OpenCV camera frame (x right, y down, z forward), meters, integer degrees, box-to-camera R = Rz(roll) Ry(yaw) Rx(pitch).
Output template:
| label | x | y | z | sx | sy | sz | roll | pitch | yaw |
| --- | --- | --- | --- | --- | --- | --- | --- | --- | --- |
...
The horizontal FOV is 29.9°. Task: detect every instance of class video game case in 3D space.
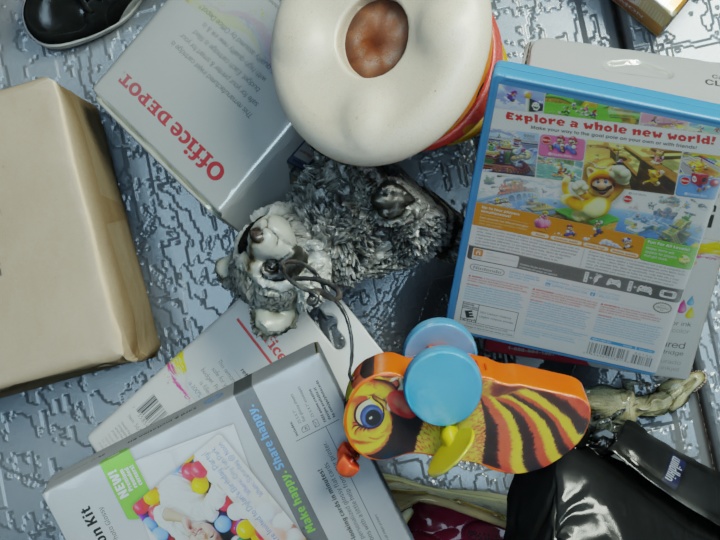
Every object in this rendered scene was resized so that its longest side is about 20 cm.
| label | x | y | z | sx | sy | sz | roll | pitch | yaw |
| --- | --- | --- | --- | --- | --- | --- | --- | --- | --- |
| video game case | 0.134 | -0.026 | 0.817 | 0.141 | 0.018 | 0.202 | 12 | 132 | 6 |

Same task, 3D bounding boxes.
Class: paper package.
| label | x | y | z | sx | sy | sz | roll | pitch | yaw |
| --- | --- | --- | --- | --- | --- | --- | --- | --- | --- |
| paper package | -0.259 | -0.011 | 0.950 | 0.188 | 0.103 | 0.203 | -15 | 87 | 4 |

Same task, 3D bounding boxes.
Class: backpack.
| label | x | y | z | sx | sy | sz | roll | pitch | yaw |
| --- | --- | --- | --- | --- | --- | --- | --- | --- | --- |
| backpack | 0.190 | 0.200 | 0.864 | 0.197 | 0.127 | 0.169 | 16 | 62 | -18 |

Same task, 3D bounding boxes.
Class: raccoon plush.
| label | x | y | z | sx | sy | sz | roll | pitch | yaw |
| --- | --- | --- | --- | --- | --- | --- | --- | --- | --- |
| raccoon plush | 0.000 | 0.000 | 0.891 | 0.134 | 0.097 | 0.199 | -49 | 130 | 9 |

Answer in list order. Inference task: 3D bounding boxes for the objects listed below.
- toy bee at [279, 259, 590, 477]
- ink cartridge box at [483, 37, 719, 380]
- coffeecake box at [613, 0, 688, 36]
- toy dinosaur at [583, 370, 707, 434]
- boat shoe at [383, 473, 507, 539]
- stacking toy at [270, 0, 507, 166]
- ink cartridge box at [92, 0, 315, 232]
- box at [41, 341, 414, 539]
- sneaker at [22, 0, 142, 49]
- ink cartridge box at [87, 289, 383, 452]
| label | x | y | z | sx | sy | sz | roll | pitch | yaw |
| --- | --- | --- | --- | --- | --- | --- | --- | --- | --- |
| toy bee | 0.033 | 0.081 | 0.824 | 0.198 | 0.131 | 0.110 | 29 | 108 | 15 |
| ink cartridge box | 0.161 | -0.035 | 0.871 | 0.145 | 0.202 | 0.086 | 8 | 44 | 7 |
| coffeecake box | 0.215 | -0.294 | 0.936 | 0.153 | 0.073 | 0.201 | 40 | 91 | 5 |
| toy dinosaur | 0.141 | 0.092 | 0.920 | 0.196 | 0.088 | 0.048 | 0 | 90 | 5 |
| boat shoe | 0.027 | 0.181 | 0.936 | 0.197 | 0.066 | 0.075 | -1 | 89 | 7 |
| stacking toy | 0.050 | -0.126 | 0.847 | 0.144 | 0.199 | 0.149 | -3 | 83 | 30 |
| ink cartridge box | -0.065 | -0.143 | 0.931 | 0.145 | 0.087 | 0.200 | 42 | 90 | 23 |
| box | -0.082 | 0.161 | 0.871 | 0.198 | 0.041 | 0.158 | -26 | 98 | 1 |
| sneaker | -0.168 | -0.236 | 0.946 | 0.199 | 0.112 | 0.074 | -34 | 85 | 3 |
| ink cartridge box | -0.076 | 0.097 | 0.937 | 0.200 | 0.068 | 0.115 | -41 | 72 | 3 |
